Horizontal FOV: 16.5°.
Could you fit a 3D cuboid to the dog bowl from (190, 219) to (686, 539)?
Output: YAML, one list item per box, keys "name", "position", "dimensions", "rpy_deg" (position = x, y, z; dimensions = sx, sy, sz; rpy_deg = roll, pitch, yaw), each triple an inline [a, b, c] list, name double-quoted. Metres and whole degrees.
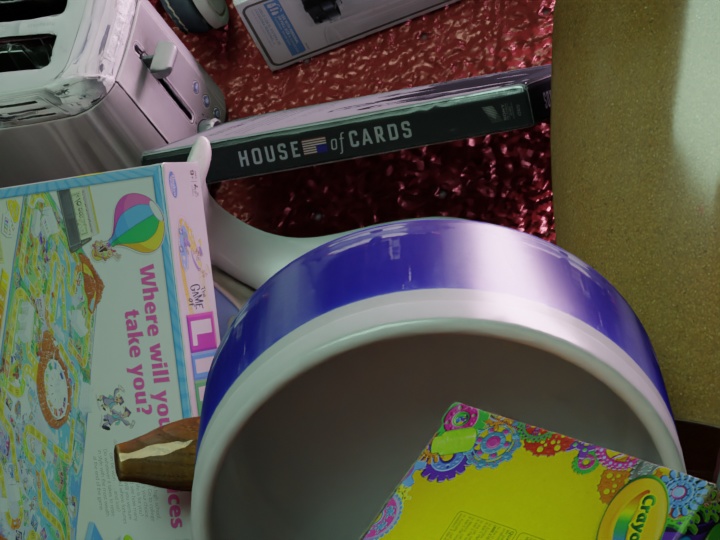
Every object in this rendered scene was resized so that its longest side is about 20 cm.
- name: "dog bowl"
  position: [0.031, 0.082, 1.014]
  dimensions: [0.199, 0.201, 0.079]
  rpy_deg: [-18, 31, 10]

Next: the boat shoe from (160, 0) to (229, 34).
- name: "boat shoe"
  position: [-0.132, -0.192, 1.435]
  dimensions: [0.062, 0.075, 0.200]
  rpy_deg: [-29, 47, -1]

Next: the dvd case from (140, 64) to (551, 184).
- name: "dvd case"
  position: [0.007, -0.074, 1.253]
  dimensions: [0.199, 0.150, 0.025]
  rpy_deg: [-10, 97, 18]

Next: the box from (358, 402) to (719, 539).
- name: "box"
  position: [0.062, 0.193, 0.895]
  dimensions: [0.122, 0.193, 0.200]
  rpy_deg: [15, 60, 41]

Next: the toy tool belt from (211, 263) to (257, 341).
- name: "toy tool belt"
  position: [-0.084, 0.063, 1.210]
  dimensions: [0.200, 0.125, 0.123]
  rpy_deg: [38, 101, 37]

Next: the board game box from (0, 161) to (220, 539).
- name: "board game box"
  position: [-0.127, 0.058, 1.140]
  dimensions: [0.134, 0.034, 0.202]
  rpy_deg: [-6, 90, 27]

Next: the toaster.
- name: "toaster"
  position: [-0.178, -0.088, 1.341]
  dimensions: [0.199, 0.129, 0.114]
  rpy_deg: [-3, 53, 22]

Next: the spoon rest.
- name: "spoon rest"
  position: [0.000, 0.000, 1.197]
  dimensions: [0.199, 0.061, 0.100]
  rpy_deg: [24, 61, -10]

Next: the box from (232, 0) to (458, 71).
- name: "box"
  position: [0.023, -0.201, 1.382]
  dimensions: [0.199, 0.060, 0.117]
  rpy_deg: [-21, 49, 9]

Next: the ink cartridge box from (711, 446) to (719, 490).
- name: "ink cartridge box"
  position: [0.253, 0.055, 0.987]
  dimensions: [0.199, 0.146, 0.083]
  rpy_deg: [-12, 44, -17]

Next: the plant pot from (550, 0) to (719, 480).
- name: "plant pot"
  position: [0.161, -0.014, 1.120]
  dimensions: [0.185, 0.186, 0.201]
  rpy_deg: [4, 71, 26]

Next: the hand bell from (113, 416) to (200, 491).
- name: "hand bell"
  position: [-0.009, 0.075, 1.093]
  dimensions: [0.199, 0.105, 0.105]
  rpy_deg: [-7, 48, -13]
